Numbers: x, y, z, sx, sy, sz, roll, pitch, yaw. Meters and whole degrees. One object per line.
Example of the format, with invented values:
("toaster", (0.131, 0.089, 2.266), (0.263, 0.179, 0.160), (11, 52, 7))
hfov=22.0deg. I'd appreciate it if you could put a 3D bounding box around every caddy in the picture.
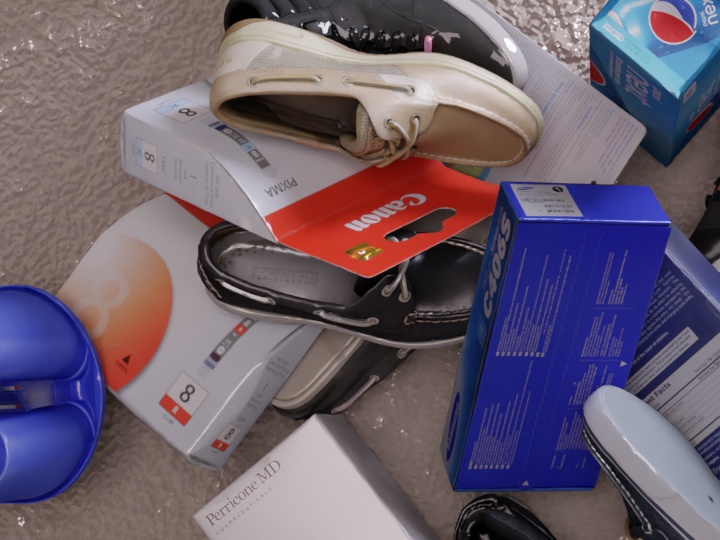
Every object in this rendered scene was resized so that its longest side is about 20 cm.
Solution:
("caddy", (-0.257, 0.083, 1.193), (0.199, 0.105, 0.142), (-4, 91, 30))

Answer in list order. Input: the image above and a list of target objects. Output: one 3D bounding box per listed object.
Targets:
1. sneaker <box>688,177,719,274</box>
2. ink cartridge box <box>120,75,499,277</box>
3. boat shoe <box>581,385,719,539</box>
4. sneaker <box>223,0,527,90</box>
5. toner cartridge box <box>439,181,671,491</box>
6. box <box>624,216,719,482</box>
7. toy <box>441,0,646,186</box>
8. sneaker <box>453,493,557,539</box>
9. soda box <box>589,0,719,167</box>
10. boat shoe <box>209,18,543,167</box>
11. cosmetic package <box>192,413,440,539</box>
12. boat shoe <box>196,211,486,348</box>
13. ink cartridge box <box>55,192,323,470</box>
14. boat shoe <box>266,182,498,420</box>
("sneaker", (0.250, -0.067, 1.157), (0.200, 0.070, 0.090), (-43, 74, -2))
("ink cartridge box", (-0.021, -0.071, 1.125), (0.199, 0.160, 0.047), (24, 124, 33))
("boat shoe", (0.181, 0.164, 1.107), (0.091, 0.071, 0.200), (-40, 101, 25))
("sneaker", (0.001, -0.134, 1.137), (0.199, 0.071, 0.099), (27, 47, 28))
("toner cartridge box", (0.112, 0.043, 1.098), (0.094, 0.043, 0.201), (2, 124, -13))
("box", (0.189, 0.052, 1.129), (0.200, 0.032, 0.121), (47, 133, 6))
("toy", (0.085, -0.102, 1.188), (0.200, 0.047, 0.115), (39, 116, 19))
("sneaker", (0.125, 0.222, 1.119), (0.073, 0.112, 0.200), (-46, 78, 5))
("soda box", (0.180, -0.123, 1.102), (0.068, 0.200, 0.064), (41, 88, 11))
("boat shoe", (0.009, -0.090, 1.089), (0.199, 0.072, 0.065), (15, 50, -7))
("cosmetic package", (0.001, 0.198, 1.156), (0.108, 0.085, 0.200), (-41, 80, 6))
("boat shoe", (0.000, 0.000, 1.112), (0.199, 0.060, 0.074), (8, 74, 5))
("ink cartridge box", (-0.093, 0.002, 1.184), (0.162, 0.050, 0.200), (37, 94, 32))
("boat shoe", (0.019, 0.021, 1.182), (0.200, 0.057, 0.067), (-41, 60, 7))
